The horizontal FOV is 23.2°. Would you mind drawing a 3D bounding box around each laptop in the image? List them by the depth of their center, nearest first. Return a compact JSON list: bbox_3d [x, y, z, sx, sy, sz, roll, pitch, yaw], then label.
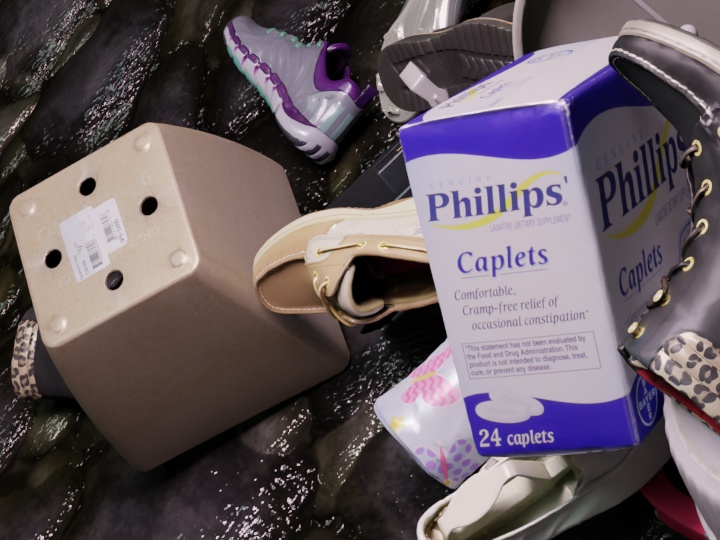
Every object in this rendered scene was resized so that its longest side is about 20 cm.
[{"bbox_3d":[0.041,-0.053,1.318,0.177,0.103,0.200,-43,49,6],"label":"laptop"}]

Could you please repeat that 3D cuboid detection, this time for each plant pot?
[{"bbox_3d":[-0.153,0.004,1.338,0.199,0.177,0.201,-27,60,11],"label":"plant pot"}]

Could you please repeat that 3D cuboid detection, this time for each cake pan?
[{"bbox_3d":[0.195,-0.166,1.212,0.201,0.200,0.037,-49,16,-1],"label":"cake pan"}]

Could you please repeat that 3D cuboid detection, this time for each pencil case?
[{"bbox_3d":[0.100,0.055,1.192,0.200,0.083,0.091,-45,29,4],"label":"pencil case"}]

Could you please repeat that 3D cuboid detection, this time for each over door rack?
[{"bbox_3d":[0.145,-0.120,1.150,0.148,0.199,0.067,-52,11,9],"label":"over door rack"}]

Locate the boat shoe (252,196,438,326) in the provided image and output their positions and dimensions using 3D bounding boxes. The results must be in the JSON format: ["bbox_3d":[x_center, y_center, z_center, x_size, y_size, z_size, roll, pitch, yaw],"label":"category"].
[{"bbox_3d":[0.000,0.000,1.199,0.199,0.074,0.067,-17,39,36],"label":"boat shoe"}]

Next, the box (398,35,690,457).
[{"bbox_3d":[0.127,-0.020,1.029,0.104,0.202,0.184,-7,15,31],"label":"box"}]

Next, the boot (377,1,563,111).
[{"bbox_3d":[0.124,-0.174,1.334,0.138,0.078,0.199,-28,26,-33],"label":"boot"}]

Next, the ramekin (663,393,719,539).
[{"bbox_3d":[0.261,0.076,0.955,0.199,0.105,0.201,-20,48,23],"label":"ramekin"}]

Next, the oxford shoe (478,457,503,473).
[{"bbox_3d":[0.107,0.132,1.143,0.200,0.058,0.075,-46,42,7],"label":"oxford shoe"}]

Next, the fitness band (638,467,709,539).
[{"bbox_3d":[0.250,0.107,1.049,0.199,0.037,0.144,23,73,49],"label":"fitness band"}]

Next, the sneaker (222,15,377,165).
[{"bbox_3d":[-0.049,-0.178,1.536,0.088,0.074,0.200,-44,48,11],"label":"sneaker"}]

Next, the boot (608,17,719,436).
[{"bbox_3d":[0.177,-0.022,0.921,0.203,0.073,0.154,41,89,15],"label":"boot"}]

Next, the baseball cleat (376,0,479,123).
[{"bbox_3d":[0.076,-0.218,1.458,0.069,0.106,0.202,24,105,36],"label":"baseball cleat"}]

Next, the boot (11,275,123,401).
[{"bbox_3d":[-0.217,0.032,1.520,0.150,0.073,0.201,-2,64,39],"label":"boot"}]

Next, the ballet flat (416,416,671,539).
[{"bbox_3d":[0.117,0.123,1.071,0.200,0.069,0.070,-38,40,11],"label":"ballet flat"}]
